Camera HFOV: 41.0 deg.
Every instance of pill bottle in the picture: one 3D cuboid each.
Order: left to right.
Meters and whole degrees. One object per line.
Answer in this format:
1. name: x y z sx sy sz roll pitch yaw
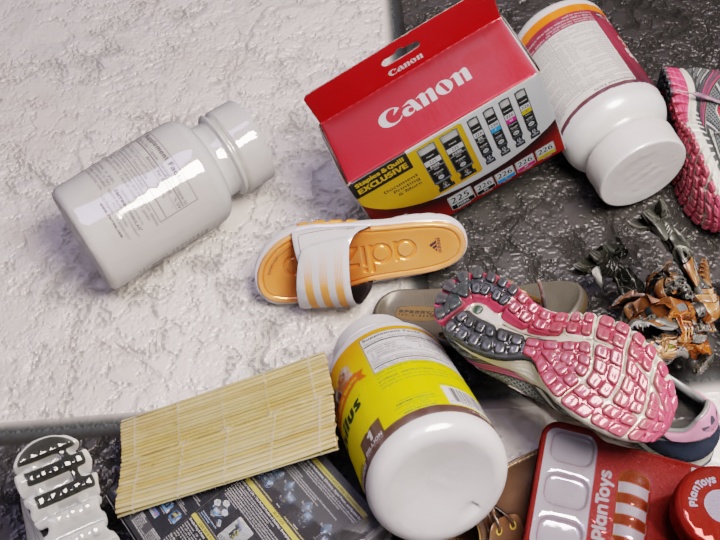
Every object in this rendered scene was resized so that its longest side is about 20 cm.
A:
1. pill bottle: -0.190 -0.081 0.953 0.199 0.115 0.114 -34 60 -16
2. pill bottle: 0.035 0.114 0.773 0.108 0.110 0.200 -18 27 -6
3. pill bottle: 0.237 -0.169 0.968 0.109 0.110 0.201 -18 57 -6

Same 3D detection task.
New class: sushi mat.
1. sushi mat: -0.111 0.134 0.789 0.198 0.012 0.096 -19 43 11

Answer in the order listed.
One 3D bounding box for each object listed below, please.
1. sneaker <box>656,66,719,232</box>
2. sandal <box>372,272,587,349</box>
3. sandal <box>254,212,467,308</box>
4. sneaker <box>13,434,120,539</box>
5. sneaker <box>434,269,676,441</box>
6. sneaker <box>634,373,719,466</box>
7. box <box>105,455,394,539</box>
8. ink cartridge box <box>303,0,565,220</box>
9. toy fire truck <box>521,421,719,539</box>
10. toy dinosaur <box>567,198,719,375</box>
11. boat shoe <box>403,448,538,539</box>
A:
1. sneaker: 0.346 -0.129 0.949 0.074 0.081 0.202 -2 57 2
2. sandal: 0.101 0.030 0.866 0.198 0.055 0.082 2 46 23
3. sandal: -0.001 -0.007 0.891 0.204 0.080 0.059 -12 28 5
4. sneaker: -0.230 0.237 0.782 0.075 0.081 0.202 -11 72 -33
5. sneaker: 0.153 0.067 0.758 0.199 0.075 0.081 31 74 25
6. sneaker: 0.212 0.090 0.819 0.199 0.082 0.070 26 62 24
7. box: -0.093 0.199 0.773 0.161 0.049 0.200 -39 47 -14
8. ink cartridge box: 0.072 -0.135 0.896 0.199 0.176 0.084 -30 57 7
9. toy fire truck: 0.196 0.223 0.712 0.166 0.113 0.201 13 58 10
10. toy dinosaur: 0.261 0.023 0.832 0.102 0.200 0.136 -39 80 15
11. boat shoe: 0.098 0.206 0.765 0.199 0.068 0.072 -33 60 -15
